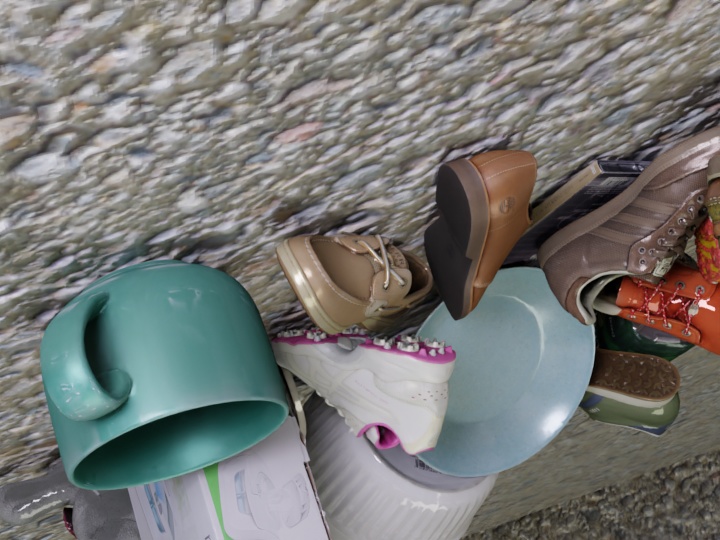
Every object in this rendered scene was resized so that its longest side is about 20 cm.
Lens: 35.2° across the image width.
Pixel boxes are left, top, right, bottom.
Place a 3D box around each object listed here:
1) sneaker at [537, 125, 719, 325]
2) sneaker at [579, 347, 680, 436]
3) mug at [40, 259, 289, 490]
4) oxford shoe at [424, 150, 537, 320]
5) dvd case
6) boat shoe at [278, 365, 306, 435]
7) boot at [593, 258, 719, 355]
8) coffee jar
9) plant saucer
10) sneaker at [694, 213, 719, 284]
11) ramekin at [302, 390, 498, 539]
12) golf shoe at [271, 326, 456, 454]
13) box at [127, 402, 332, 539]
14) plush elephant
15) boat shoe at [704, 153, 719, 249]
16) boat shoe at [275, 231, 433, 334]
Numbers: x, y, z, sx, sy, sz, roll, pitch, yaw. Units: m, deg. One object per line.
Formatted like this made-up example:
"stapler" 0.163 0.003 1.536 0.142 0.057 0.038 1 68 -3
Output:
"sneaker" 0.231 -0.032 0.877 0.199 0.076 0.070 -38 154 32
"sneaker" 0.218 0.111 1.115 0.067 0.198 0.090 -55 145 -27
"mug" -0.131 0.057 0.738 0.150 0.116 0.185 -13 158 -18
"oxford shoe" 0.090 -0.021 0.827 0.071 0.072 0.200 -21 159 -14
"dvd case" 0.175 -0.033 0.954 0.148 0.016 0.200 -4 153 -41
"boat shoe" -0.098 0.140 1.046 0.062 0.073 0.200 -14 164 -20
"boot" 0.273 0.031 0.966 0.106 0.076 0.199 0 -164 -40
"coffee jar" 0.281 0.061 1.163 0.084 0.106 0.200 5 156 -2
"plant saucer" 0.114 0.084 0.998 0.199 0.039 0.203 -11 116 -22
"sneaker" 0.314 -0.037 0.941 0.076 0.074 0.200 -5 -169 20
"ramekin" 0.041 0.164 1.075 0.198 0.202 0.105 -6 147 -35
"golf shoe" -0.007 0.092 0.901 0.075 0.093 0.199 -4 -174 -38
"box" -0.117 0.176 0.931 0.096 0.202 0.177 -8 158 -30
"plush elephant" -0.218 0.247 1.067 0.199 0.164 0.156 -37 141 -26
"boat shoe" 0.308 -0.024 0.833 0.199 0.069 0.071 18 164 -41
"boat shoe" 0.000 0.000 0.800 0.064 0.072 0.200 -30 168 14
